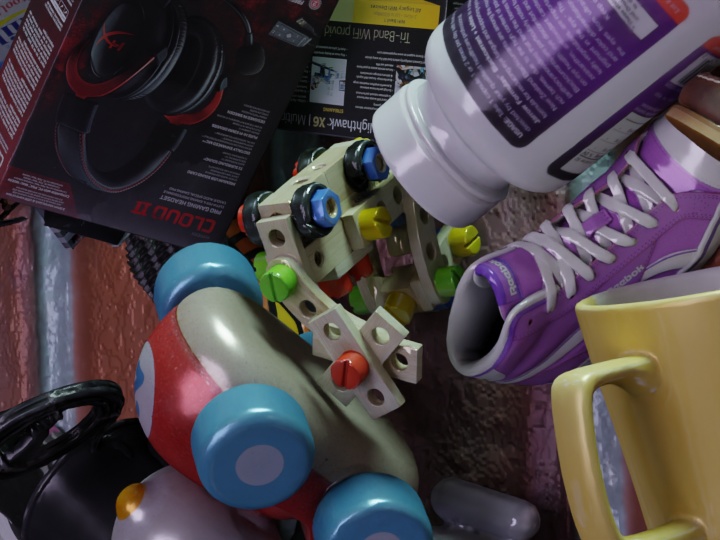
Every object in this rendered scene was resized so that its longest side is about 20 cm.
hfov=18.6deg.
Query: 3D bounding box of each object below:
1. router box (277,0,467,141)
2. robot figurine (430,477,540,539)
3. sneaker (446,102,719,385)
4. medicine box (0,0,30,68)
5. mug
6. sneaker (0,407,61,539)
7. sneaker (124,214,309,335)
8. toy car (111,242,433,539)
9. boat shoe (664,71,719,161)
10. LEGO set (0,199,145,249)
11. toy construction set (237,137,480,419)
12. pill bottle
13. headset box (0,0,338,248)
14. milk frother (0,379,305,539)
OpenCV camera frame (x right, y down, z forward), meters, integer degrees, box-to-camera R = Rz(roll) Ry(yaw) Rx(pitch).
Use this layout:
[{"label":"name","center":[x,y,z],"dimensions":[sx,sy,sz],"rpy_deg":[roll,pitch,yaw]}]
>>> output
[{"label":"router box","center":[-0.011,-0.160,1.323],"dimensions":[0.199,0.052,0.158],"rpy_deg":[11,98,38]},{"label":"robot figurine","center":[0.056,0.204,1.235],"dimensions":[0.199,0.113,0.171],"rpy_deg":[6,80,38]},{"label":"sneaker","center":[0.122,-0.011,1.179],"dimensions":[0.073,0.114,0.201],"rpy_deg":[49,118,29]},{"label":"medicine box","center":[-0.268,-0.240,1.350],"dimensions":[0.103,0.200,0.183],"rpy_deg":[-23,63,19]},{"label":"mug","center":[0.177,0.081,1.108],"dimensions":[0.149,0.186,0.154],"rpy_deg":[-167,67,-81]},{"label":"sneaker","center":[-0.224,0.190,1.489],"dimensions":[0.086,0.080,0.201],"rpy_deg":[-51,55,40]},{"label":"sneaker","center":[-0.083,0.008,1.375],"dimensions":[0.070,0.090,0.200],"rpy_deg":[-50,35,14]},{"label":"toy car","center":[-0.087,0.126,1.209],"dimensions":[0.200,0.177,0.185],"rpy_deg":[-45,30,12]},{"label":"boat shoe","center":[0.250,-0.052,1.101],"dimensions":[0.199,0.070,0.071],"rpy_deg":[32,93,20]},{"label":"LEGO set","center":[-0.185,-0.081,1.422],"dimensions":[0.199,0.154,0.116],"rpy_deg":[-10,125,41]},{"label":"toy construction set","center":[0.000,0.000,1.213],"dimensions":[0.092,0.200,0.132],"rpy_deg":[-13,108,19]},{"label":"pill bottle","center":[0.105,-0.113,1.175],"dimensions":[0.200,0.111,0.112],"rpy_deg":[-38,67,23]},{"label":"headset box","center":[-0.124,-0.107,1.277],"dimensions":[0.201,0.148,0.075],"rpy_deg":[-62,32,20]},{"label":"milk frother","center":[-0.125,0.169,1.325],"dimensions":[0.188,0.199,0.181],"rpy_deg":[40,116,31]}]
